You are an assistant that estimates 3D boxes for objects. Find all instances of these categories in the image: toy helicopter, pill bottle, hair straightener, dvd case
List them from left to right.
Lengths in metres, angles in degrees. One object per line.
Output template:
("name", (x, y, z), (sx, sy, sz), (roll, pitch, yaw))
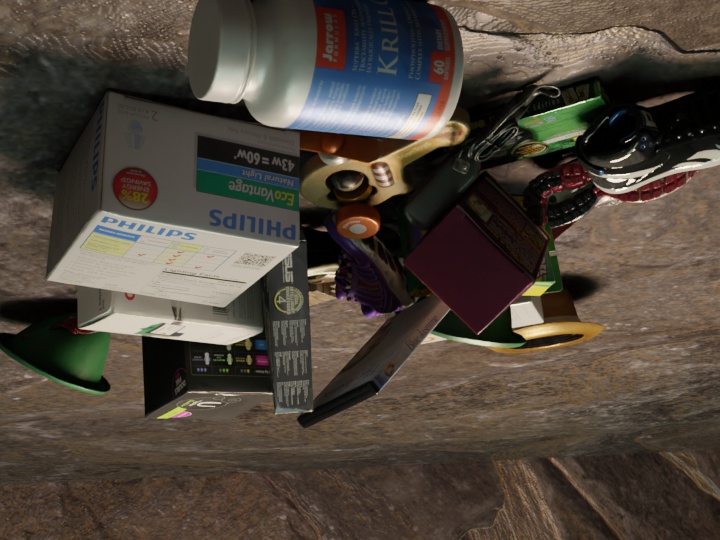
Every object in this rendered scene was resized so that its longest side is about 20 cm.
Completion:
("pill bottle", (-0.029, -0.165, 0.934), (0.199, 0.113, 0.112), (1, 161, -26))
("toy helicopter", (0.018, -0.117, 1.175), (0.200, 0.079, 0.132), (-25, 141, 34))
("dvd case", (0.025, 0.092, 1.316), (0.143, 0.018, 0.200), (-31, -169, 48))
("hair straightener", (0.117, -0.109, 1.152), (0.200, 0.041, 0.077), (-41, -171, 25))

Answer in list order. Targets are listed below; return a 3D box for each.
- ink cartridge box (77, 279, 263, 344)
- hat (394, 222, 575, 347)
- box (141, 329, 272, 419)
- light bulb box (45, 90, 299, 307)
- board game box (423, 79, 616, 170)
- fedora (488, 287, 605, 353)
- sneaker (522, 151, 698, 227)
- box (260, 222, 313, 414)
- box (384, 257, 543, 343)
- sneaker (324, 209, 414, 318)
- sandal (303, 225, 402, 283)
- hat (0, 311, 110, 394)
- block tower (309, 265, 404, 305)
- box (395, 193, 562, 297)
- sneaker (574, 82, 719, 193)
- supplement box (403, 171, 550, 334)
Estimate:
("ink cartridge box", (-0.213, -0.002, 1.326), (0.199, 0.147, 0.084), (10, 158, -40))
("hat", (0.149, -0.011, 1.469), (0.165, 0.177, 0.200), (18, -171, 29))
("box", (-0.193, 0.074, 1.478), (0.124, 0.201, 0.148), (4, 160, -30))
("light bulb box", (-0.184, -0.061, 1.159), (0.197, 0.125, 0.200), (10, 157, -26))
("board game box", (0.165, -0.142, 1.221), (0.199, 0.024, 0.105), (-13, 159, 23))
("fedora", (0.282, 0.075, 1.844), (0.200, 0.082, 0.201), (-9, 167, -2))
("sneaker", (0.274, -0.110, 1.294), (0.199, 0.081, 0.075), (-16, -172, 29))
("box", (-0.084, 0.031, 1.301), (0.049, 0.201, 0.161), (-3, -158, -5))
("box", (0.139, 0.030, 1.628), (0.199, 0.098, 0.124), (-11, 162, 13))
("sneaker", (0.000, 0.000, 1.370), (0.083, 0.081, 0.200), (-24, 140, 6))
("sandal", (-0.046, -0.012, 1.444), (0.200, 0.080, 0.057), (-3, 136, -14))
("hat", (-0.382, 0.061, 1.651), (0.199, 0.177, 0.166), (27, -177, 10))
("block tower", (-0.038, 0.004, 1.558), (0.199, 0.058, 0.054), (-14, 161, 28))
("box", (0.149, -0.029, 1.410), (0.199, 0.118, 0.048), (0, 157, -21))
("sneaker", (0.307, -0.140, 1.156), (0.199, 0.073, 0.112), (-26, 157, 19))
("supplement box", (0.129, -0.024, 1.264), (0.086, 0.110, 0.200), (-46, 180, 20))
